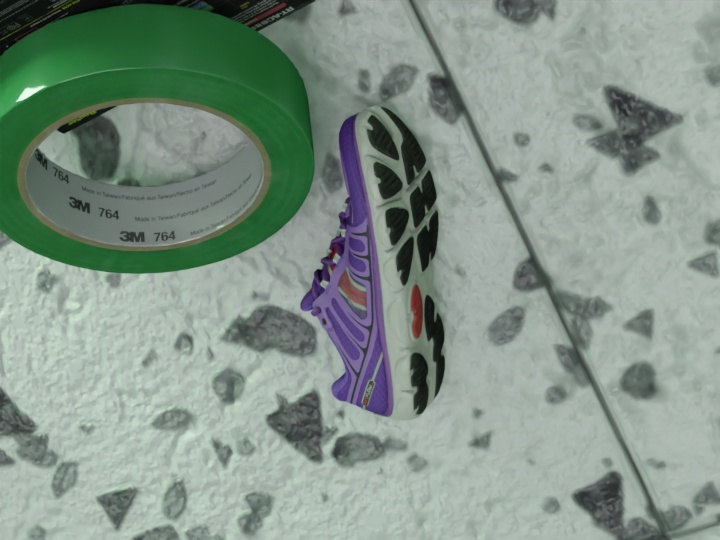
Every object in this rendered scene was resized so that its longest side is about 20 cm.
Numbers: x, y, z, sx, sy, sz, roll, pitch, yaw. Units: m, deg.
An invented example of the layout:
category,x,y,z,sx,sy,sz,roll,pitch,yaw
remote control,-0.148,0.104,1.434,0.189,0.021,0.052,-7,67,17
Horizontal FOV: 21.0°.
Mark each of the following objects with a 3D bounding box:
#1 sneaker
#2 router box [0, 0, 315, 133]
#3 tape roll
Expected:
category,x,y,z,sx,sy,sz,roll,pitch,yaw
sneaker,0.000,0.000,1.180,0.083,0.081,0.202,5,113,20
router box,-0.146,-0.163,1.113,0.199,0.150,0.063,-24,66,23
tape roll,-0.127,-0.072,1.138,0.198,0.049,0.201,-4,146,-3
